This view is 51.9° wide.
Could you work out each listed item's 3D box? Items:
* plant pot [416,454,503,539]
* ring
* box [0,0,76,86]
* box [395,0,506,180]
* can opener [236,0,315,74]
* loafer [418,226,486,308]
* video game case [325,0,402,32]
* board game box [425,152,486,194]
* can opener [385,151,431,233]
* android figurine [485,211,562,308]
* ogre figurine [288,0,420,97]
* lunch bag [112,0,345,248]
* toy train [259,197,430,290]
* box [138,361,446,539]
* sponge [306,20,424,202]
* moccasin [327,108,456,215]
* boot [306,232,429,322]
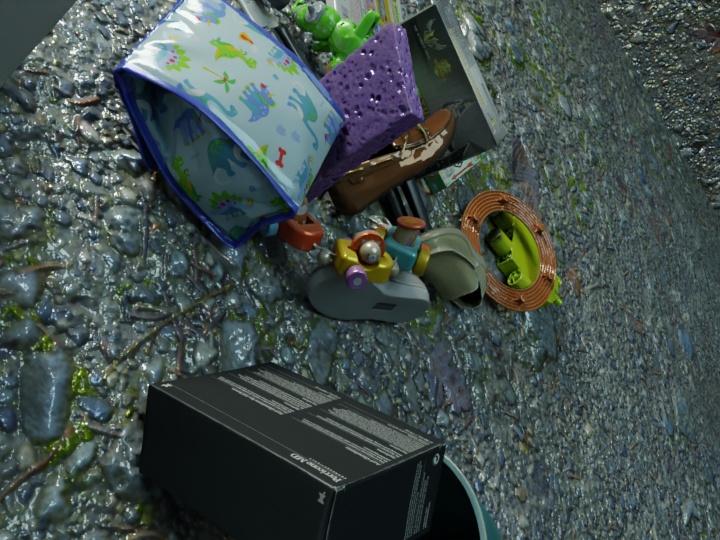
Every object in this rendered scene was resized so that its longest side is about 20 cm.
[{"bbox_3d":[0.052,0.278,0.652,0.188,0.195,0.205,47,36,-45],"label":"plant pot"},{"bbox_3d":[0.241,-0.035,1.175,0.196,0.019,0.206,12,66,-28],"label":"ring"},{"bbox_3d":[-0.298,-0.261,0.500,0.197,0.197,0.176,27,51,-42],"label":"box"},{"bbox_3d":[0.091,-0.242,1.021,0.048,0.156,0.204,-44,111,-49],"label":"box"},{"bbox_3d":[-0.092,-0.286,0.901,0.203,0.066,0.053,57,36,-10],"label":"can opener"},{"bbox_3d":[0.125,0.000,0.994,0.198,0.074,0.070,25,49,-53],"label":"loafer"},{"bbox_3d":[0.011,-0.385,1.138,0.180,0.022,0.205,20,54,-46],"label":"video game case"},{"bbox_3d":[0.131,-0.215,1.187,0.137,0.029,0.200,61,35,-8],"label":"board game box"},{"bbox_3d":[0.046,-0.129,0.991,0.078,0.063,0.204,-28,93,-53],"label":"can opener"},{"bbox_3d":[0.284,-0.019,1.261,0.200,0.041,0.185,44,40,-25],"label":"android figurine"},{"bbox_3d":[-0.009,-0.281,0.940,0.203,0.097,0.120,56,5,-4],"label":"ogre figurine"},{"bbox_3d":[-0.130,-0.156,0.720,0.201,0.125,0.172,50,38,-26],"label":"lunch bag"},{"bbox_3d":[-0.005,-0.047,0.803,0.197,0.057,0.150,-5,39,-43],"label":"toy train"},{"bbox_3d":[-0.055,0.145,0.571,0.139,0.196,0.081,2,102,-52],"label":"box"},{"bbox_3d":[-0.018,-0.167,0.812,0.029,0.198,0.115,12,58,-45],"label":"sponge"},{"bbox_3d":[0.038,-0.150,0.922,0.199,0.073,0.079,-33,113,-15],"label":"moccasin"},{"bbox_3d":[0.000,0.000,0.862,0.198,0.073,0.097,17,44,-50],"label":"boot"}]
